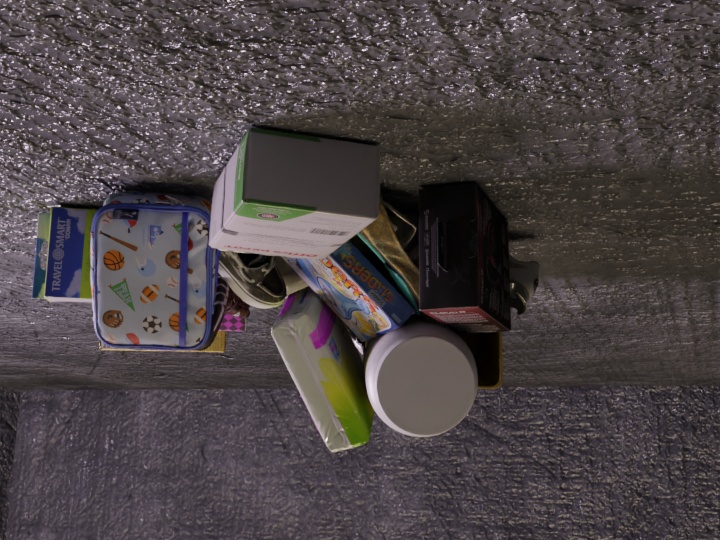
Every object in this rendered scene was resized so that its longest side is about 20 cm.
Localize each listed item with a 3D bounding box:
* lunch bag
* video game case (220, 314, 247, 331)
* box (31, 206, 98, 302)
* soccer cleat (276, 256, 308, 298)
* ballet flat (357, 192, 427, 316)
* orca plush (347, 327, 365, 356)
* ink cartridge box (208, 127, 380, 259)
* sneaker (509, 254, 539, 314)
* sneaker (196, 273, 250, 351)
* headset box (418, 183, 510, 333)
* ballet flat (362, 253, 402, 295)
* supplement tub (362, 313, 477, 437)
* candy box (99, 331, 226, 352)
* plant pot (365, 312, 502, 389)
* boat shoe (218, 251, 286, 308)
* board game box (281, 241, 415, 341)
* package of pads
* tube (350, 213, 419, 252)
[{"bbox_3d":[-0.250,-0.002,1.247,0.159,0.201,0.076,4,-161,-4],"label":"lunch bag"},{"bbox_3d":[-0.279,0.048,1.624,0.198,0.036,0.181,3,-162,-4],"label":"video game case"},{"bbox_3d":[-0.330,-0.018,1.323,0.199,0.123,0.048,3,171,-6],"label":"box"},{"bbox_3d":[-0.091,0.006,1.499,0.199,0.078,0.069,11,165,-36],"label":"soccer cleat"},{"bbox_3d":[0.049,-0.023,1.233,0.070,0.071,0.200,-8,133,38],"label":"ballet flat"},{"bbox_3d":[-0.032,0.052,1.569,0.105,0.200,0.071,-5,138,-41],"label":"orca plush"},{"bbox_3d":[-0.078,-0.077,1.107,0.145,0.085,0.200,6,167,-18],"label":"ink cartridge box"},{"bbox_3d":[0.158,-0.009,1.421,0.199,0.089,0.074,22,148,20],"label":"sneaker"},{"bbox_3d":[-0.190,0.051,1.402,0.075,0.201,0.116,-20,133,20],"label":"sneaker"},{"bbox_3d":[0.127,-0.012,1.228,0.075,0.150,0.200,-4,167,20],"label":"headset box"},{"bbox_3d":[0.000,0.000,1.384,0.057,0.067,0.199,28,173,-42],"label":"ballet flat"},{"bbox_3d":[0.076,0.136,1.320,0.144,0.146,0.200,2,-177,-2],"label":"supplement tub"},{"bbox_3d":[-0.320,0.085,1.648,0.199,0.057,0.117,3,-160,-9],"label":"candy box"},{"bbox_3d":[0.114,0.070,1.542,0.198,0.202,0.176,0,179,6],"label":"plant pot"},{"bbox_3d":[-0.149,-0.012,1.354,0.063,0.071,0.200,-9,145,31],"label":"boat shoe"},{"bbox_3d":[-0.032,0.001,1.293,0.200,0.034,0.135,46,158,-5],"label":"board game box"},{"bbox_3d":[-0.046,0.129,1.381,0.068,0.201,0.155,-22,-167,11],"label":"package of pads"},{"bbox_3d":[-0.011,-0.047,1.337,0.199,0.052,0.058,-2,131,39],"label":"tube"}]
